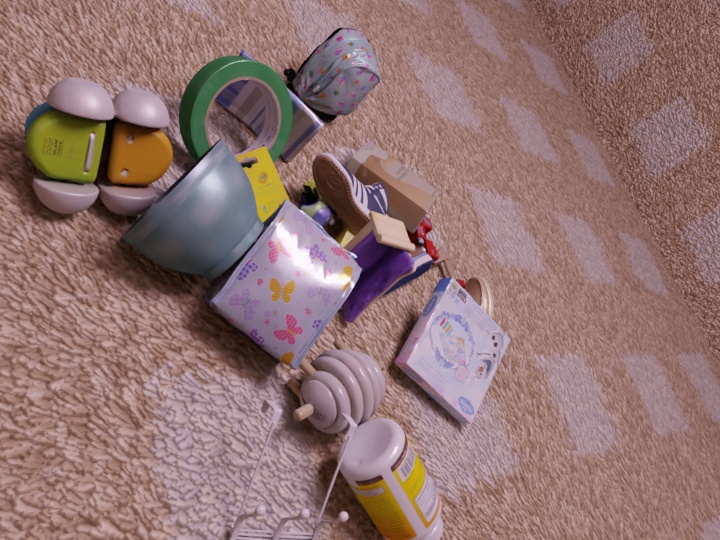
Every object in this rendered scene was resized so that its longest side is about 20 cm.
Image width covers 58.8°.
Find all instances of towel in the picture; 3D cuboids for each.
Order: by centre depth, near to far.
[{"bbox_3d":[-0.175,-0.302,1.203,0.199,0.146,0.024,40,53,-16],"label":"towel"}]

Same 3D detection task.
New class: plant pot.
[{"bbox_3d":[-0.226,-0.073,0.929,0.134,0.199,0.201,45,38,-18],"label":"plant pot"}]

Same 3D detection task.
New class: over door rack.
[{"bbox_3d":[-0.082,0.285,0.847,0.146,0.066,0.203,21,79,-37],"label":"over door rack"}]

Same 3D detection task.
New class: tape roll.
[{"bbox_3d":[-0.210,-0.259,1.095,0.199,0.203,0.048,3,20,-46],"label":"tape roll"}]

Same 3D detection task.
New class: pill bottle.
[{"bbox_3d":[0.053,0.328,0.959,0.202,0.108,0.110,62,32,-24],"label":"pill bottle"}]

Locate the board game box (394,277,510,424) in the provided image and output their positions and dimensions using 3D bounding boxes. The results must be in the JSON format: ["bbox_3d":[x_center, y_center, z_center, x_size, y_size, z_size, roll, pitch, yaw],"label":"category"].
[{"bbox_3d":[0.184,0.155,1.240,0.200,0.043,0.200,44,62,-23],"label":"board game box"}]

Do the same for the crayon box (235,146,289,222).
[{"bbox_3d":[-0.170,-0.097,1.083,0.127,0.050,0.203,-34,105,-53],"label":"crayon box"}]

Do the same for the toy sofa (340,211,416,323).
[{"bbox_3d":[0.000,0.000,1.110,0.082,0.200,0.099,15,46,-39],"label":"toy sofa"}]

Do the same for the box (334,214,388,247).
[{"bbox_3d":[-0.005,-0.067,1.280,0.075,0.050,0.201,41,39,-16],"label":"box"}]

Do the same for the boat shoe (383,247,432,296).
[{"bbox_3d":[0.061,-0.004,1.295,0.072,0.073,0.199,46,38,22],"label":"boat shoe"}]

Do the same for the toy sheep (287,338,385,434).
[{"bbox_3d":[-0.035,0.185,0.992,0.199,0.138,0.139,-24,80,-44],"label":"toy sheep"}]

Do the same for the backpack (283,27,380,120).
[{"bbox_3d":[-0.049,-0.418,1.380,0.166,0.199,0.128,-4,64,-49],"label":"backpack"}]

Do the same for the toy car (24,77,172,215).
[{"bbox_3d":[-0.375,-0.181,0.901,0.149,0.177,0.198,34,24,36],"label":"toy car"}]

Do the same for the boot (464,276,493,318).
[{"bbox_3d":[0.198,0.096,1.326,0.153,0.072,0.203,18,72,-34],"label":"boot"}]

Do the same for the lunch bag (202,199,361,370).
[{"bbox_3d":[-0.113,0.019,0.981,0.169,0.127,0.201,39,79,-16],"label":"lunch bag"}]

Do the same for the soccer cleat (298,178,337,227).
[{"bbox_3d":[-0.075,-0.161,1.265,0.083,0.064,0.202,37,41,-21],"label":"soccer cleat"}]

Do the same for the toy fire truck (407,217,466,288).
[{"bbox_3d":[0.164,-0.031,1.435,0.140,0.049,0.203,21,47,-37],"label":"toy fire truck"}]

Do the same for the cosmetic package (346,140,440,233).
[{"bbox_3d":[0.065,-0.182,1.385,0.199,0.071,0.105,35,39,1],"label":"cosmetic package"}]

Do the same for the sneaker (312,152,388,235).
[{"bbox_3d":[-0.015,-0.158,1.225,0.201,0.069,0.109,54,37,-25],"label":"sneaker"}]
